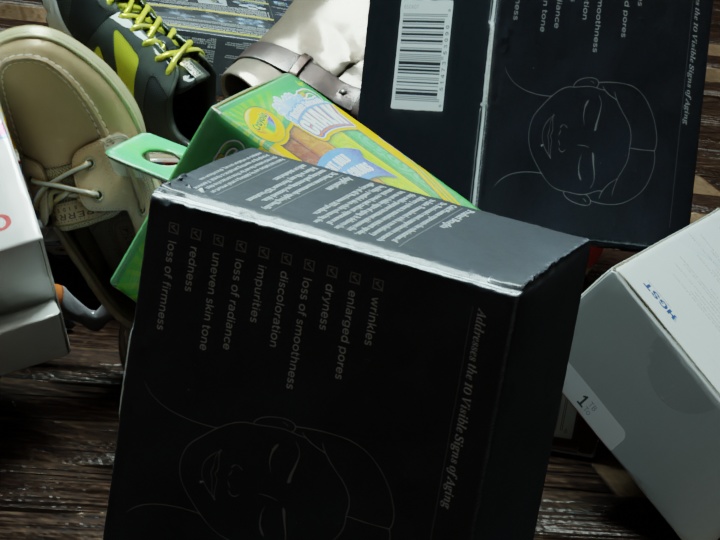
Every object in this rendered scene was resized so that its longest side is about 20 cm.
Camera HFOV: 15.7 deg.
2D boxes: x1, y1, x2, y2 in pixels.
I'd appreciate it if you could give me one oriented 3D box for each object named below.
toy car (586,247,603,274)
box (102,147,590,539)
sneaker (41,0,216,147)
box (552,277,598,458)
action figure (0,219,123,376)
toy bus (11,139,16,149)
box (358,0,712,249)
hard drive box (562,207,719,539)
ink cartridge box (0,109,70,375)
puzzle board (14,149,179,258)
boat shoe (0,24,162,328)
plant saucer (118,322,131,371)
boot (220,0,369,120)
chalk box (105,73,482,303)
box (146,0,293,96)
[{"bbox_3d":[0.135,-0.110,1.906,0.177,0.200,0.184,34,17,4],"label":"toy car"},{"bbox_3d":[-0.008,0.064,1.322,0.196,0.201,0.124,17,19,19],"label":"box"},{"bbox_3d":[-0.136,-0.140,1.700,0.084,0.201,0.074,-15,13,42],"label":"sneaker"},{"bbox_3d":[0.096,0.045,1.663,0.100,0.075,0.200,9,19,-4],"label":"box"},{"bbox_3d":[-0.243,0.024,1.561,0.193,0.105,0.201,-6,52,-27],"label":"action figure"},{"bbox_3d":[-0.184,-0.080,1.762,0.065,0.079,0.200,-21,-19,20],"label":"toy bus"},{"bbox_3d":[0.110,-0.120,1.648,0.196,0.201,0.124,5,1,-41],"label":"box"},{"bbox_3d":[0.206,0.060,1.546,0.156,0.077,0.200,51,27,8],"label":"hard drive box"},{"bbox_3d":[-0.246,-0.025,1.447,0.128,0.125,0.201,-17,60,-7],"label":"ink cartridge box"},{"bbox_3d":[-0.143,-0.039,1.699,0.199,0.017,0.151,1,-23,5],"label":"puzzle board"},{"bbox_3d":[-0.155,-0.052,1.498,0.071,0.200,0.065,-12,39,22],"label":"boat shoe"},{"bbox_3d":[-0.047,0.031,1.572,0.199,0.030,0.201,0,38,0],"label":"plant saucer"},{"bbox_3d":[-0.034,-0.149,1.720,0.146,0.070,0.200,-30,66,-33],"label":"boot"},{"bbox_3d":[-0.046,-0.024,1.450,0.200,0.124,0.124,36,23,6],"label":"chalk box"},{"bbox_3d":[-0.084,-0.161,1.841,0.199,0.049,0.161,7,15,-9],"label":"box"}]
